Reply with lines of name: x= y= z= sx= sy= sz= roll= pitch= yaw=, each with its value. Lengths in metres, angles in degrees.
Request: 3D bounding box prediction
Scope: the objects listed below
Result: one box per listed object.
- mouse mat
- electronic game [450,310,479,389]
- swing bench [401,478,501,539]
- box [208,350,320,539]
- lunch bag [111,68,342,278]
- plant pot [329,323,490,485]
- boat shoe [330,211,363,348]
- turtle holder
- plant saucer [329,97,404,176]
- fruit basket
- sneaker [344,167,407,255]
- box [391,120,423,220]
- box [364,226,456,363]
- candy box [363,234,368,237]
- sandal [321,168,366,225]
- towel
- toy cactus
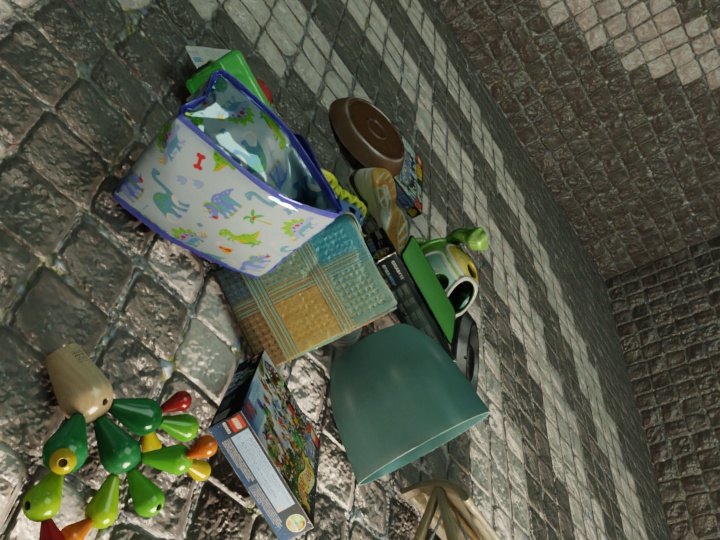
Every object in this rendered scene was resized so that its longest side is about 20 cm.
mouse mat: x=0.112 y=0.027 z=1.096 sx=0.161 sy=0.008 sz=0.200 roll=60 pitch=15 yaw=-6
electronic game: x=0.195 y=0.176 z=1.299 sx=0.200 sy=0.042 sz=0.201 roll=1 pitch=90 yaw=-72
swing bench: x=0.150 y=0.426 z=0.959 sx=0.199 sy=0.130 sz=0.200 roll=53 pitch=28 yaw=-22
box: x=-0.095 y=0.178 z=0.738 sx=0.137 sy=0.038 sz=0.200 roll=60 pitch=4 yaw=-10
lunch bag: x=-0.140 y=-0.091 z=0.767 sx=0.200 sy=0.170 sz=0.128 roll=42 pitch=44 yaw=-16
plant pot: x=0.050 y=0.171 z=0.932 sx=0.200 sy=0.200 sz=0.161 roll=8 pitch=49 yaw=-60
boat shoe: x=-0.026 y=0.009 z=0.991 sx=0.070 sy=0.072 sz=0.201 roll=3 pitch=69 yaw=-14
turtle holder: x=0.163 y=0.012 z=1.271 sx=0.132 sy=0.185 sz=0.141 roll=39 pitch=-23 yaw=53
plant saucer: x=0.023 y=-0.282 z=1.401 sx=0.200 sy=0.034 sz=0.201 roll=30 pitch=39 yaw=-28
fruit basket: x=-0.176 y=-0.242 z=1.012 sx=0.186 sy=0.094 sz=0.200 roll=61 pitch=11 yaw=-9
sneaker: x=0.027 y=-0.100 z=1.258 sx=0.076 sy=0.087 sz=0.200 roll=-44 pitch=132 yaw=-42
box: x=0.088 y=-0.224 z=1.514 sx=0.137 sy=0.040 sz=0.200 roll=47 pitch=31 yaw=-33
box: x=0.071 y=0.043 z=1.060 sx=0.200 sy=0.046 sz=0.159 roll=60 pitch=5 yaw=-16
candy box: x=0.000 y=0.000 z=1.136 sx=0.200 sy=0.056 sz=0.117 roll=12 pitch=57 yaw=-60
sandal: x=-0.056 y=-0.100 z=1.117 sx=0.200 sy=0.079 sz=0.087 roll=30 pitch=79 yaw=-60
towel: x=-0.068 y=0.025 z=0.877 sx=0.200 sy=0.022 sz=0.147 roll=-25 pitch=85 yaw=-21
toy cactus: x=-0.216 y=0.137 z=0.587 sx=0.165 sy=0.102 sz=0.200 roll=57 pitch=34 yaw=6
